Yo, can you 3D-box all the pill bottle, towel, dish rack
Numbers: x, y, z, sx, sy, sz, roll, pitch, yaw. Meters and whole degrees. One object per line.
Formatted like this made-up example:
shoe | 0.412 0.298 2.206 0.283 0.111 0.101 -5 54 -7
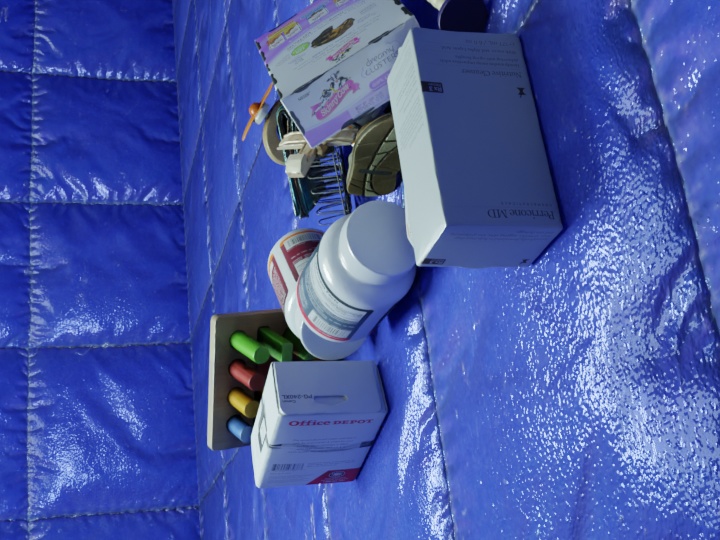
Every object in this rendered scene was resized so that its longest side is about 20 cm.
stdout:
pill bottle | 0.000 0.000 1.162 0.200 0.118 0.121 127 139 -62
towel | -0.077 -0.160 1.343 0.200 0.021 0.148 -67 -32 -75
pill bottle | -0.057 0.031 1.358 0.200 0.113 0.115 -120 34 -59
dish rack | -0.042 -0.130 1.294 0.154 0.054 0.201 -92 -8 -51

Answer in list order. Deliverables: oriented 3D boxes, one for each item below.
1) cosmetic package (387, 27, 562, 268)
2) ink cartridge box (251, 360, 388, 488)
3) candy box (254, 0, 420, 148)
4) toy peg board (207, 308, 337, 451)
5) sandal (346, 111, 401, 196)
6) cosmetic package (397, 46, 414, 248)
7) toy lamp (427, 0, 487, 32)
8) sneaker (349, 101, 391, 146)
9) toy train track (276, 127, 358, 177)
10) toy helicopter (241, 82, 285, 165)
cosmetic package | 0.096 -0.107 0.863 0.081 0.112 0.202 119 145 -58
ink cartridge box | -0.060 0.206 1.315 0.201 0.143 0.084 110 155 -49
candy box | -0.021 -0.246 1.117 0.072 0.167 0.201 56 -174 -34
toy peg board | -0.110 0.165 1.424 0.098 0.198 0.202 22 112 56
sandal | 0.025 -0.144 1.162 0.200 0.079 0.055 123 151 -68
cosmetic package | 0.068 -0.125 0.992 0.083 0.050 0.203 -95 2 -80
toy lamp | 0.073 -0.293 1.029 0.201 0.058 0.059 -115 30 -53
sneaker | 0.004 -0.232 1.249 0.077 0.078 0.201 -43 34 25
toy train track | -0.042 -0.196 1.162 0.114 0.033 0.201 1 53 37
toy helicopter | -0.115 -0.263 1.512 0.079 0.131 0.203 -171 82 -73
